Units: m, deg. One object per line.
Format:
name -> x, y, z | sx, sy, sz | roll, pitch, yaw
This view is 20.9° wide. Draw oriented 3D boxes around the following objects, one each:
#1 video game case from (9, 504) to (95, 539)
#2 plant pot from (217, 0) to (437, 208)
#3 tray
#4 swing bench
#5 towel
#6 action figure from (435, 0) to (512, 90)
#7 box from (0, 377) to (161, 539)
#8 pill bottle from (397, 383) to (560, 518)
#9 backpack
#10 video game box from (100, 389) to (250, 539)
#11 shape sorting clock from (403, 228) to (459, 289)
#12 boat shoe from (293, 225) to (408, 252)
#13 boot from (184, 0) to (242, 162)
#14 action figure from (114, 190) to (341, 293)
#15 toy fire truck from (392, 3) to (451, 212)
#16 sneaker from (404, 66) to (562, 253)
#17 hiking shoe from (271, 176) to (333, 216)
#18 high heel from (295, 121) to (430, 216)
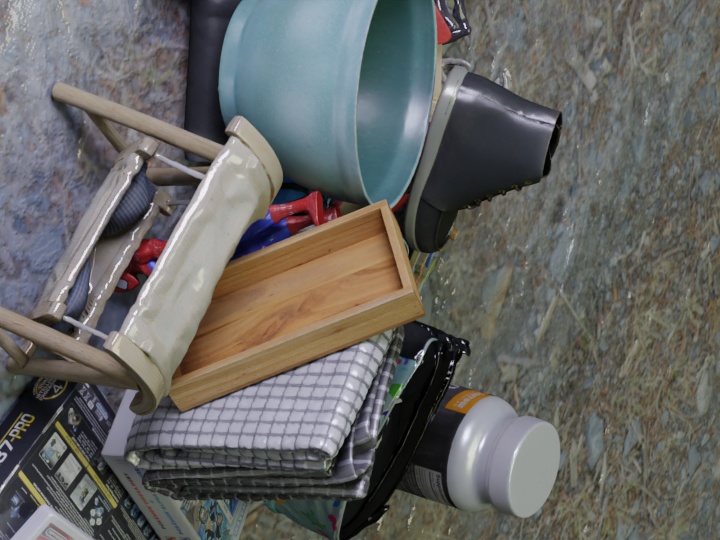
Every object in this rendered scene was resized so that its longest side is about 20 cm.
video game case -> -0.271, 0.290, 1.525 | 0.200, 0.018, 0.143 | -48, 137, -5
plant pot -> -0.031, -0.154, 1.554 | 0.200, 0.134, 0.201 | 8, 90, -72
tray -> -0.057, 0.027, 1.480 | 0.037, 0.199, 0.099 | 60, 10, -47
swing bench -> -0.174, -0.013, 1.456 | 0.199, 0.200, 0.130 | -61, 143, -20
towel -> -0.068, 0.097, 1.512 | 0.086, 0.199, 0.166 | 62, 36, -41
action figure -> 0.080, -0.189, 1.842 | 0.119, 0.102, 0.201 | -9, 107, -61
box -> -0.238, 0.197, 1.573 | 0.161, 0.049, 0.200 | -57, 142, -29
pill bottle -> 0.084, 0.167, 1.886 | 0.116, 0.200, 0.117 | -24, 120, -50
backpack -> -0.013, 0.127, 1.665 | 0.178, 0.150, 0.201 | 17, 93, -78
video game box -> -0.136, 0.127, 1.651 | 0.182, 0.047, 0.200 | 62, 35, -42
shape sorting clock -> 0.076, -0.042, 1.876 | 0.200, 0.039, 0.200 | -60, 172, -14
boat shoe -> 0.000, 0.000, 1.659 | 0.072, 0.071, 0.200 | -57, 160, 15
boot -> -0.131, -0.185, 1.584 | 0.165, 0.066, 0.201 | -16, 118, -50
action figure -> -0.114, -0.015, 1.558 | 0.065, 0.199, 0.052 | 22, 58, -66
toy fire truck -> 0.024, -0.145, 1.763 | 0.141, 0.049, 0.200 | -24, 127, -9
sneaker -> 0.104, -0.074, 1.676 | 0.200, 0.106, 0.075 | 102, 13, -48
hiking shoe -> -0.042, -0.068, 1.661 | 0.200, 0.087, 0.074 | -41, 139, -4
high heel -> 0.012, -0.063, 1.717 | 0.199, 0.096, 0.068 | -23, 128, -11
